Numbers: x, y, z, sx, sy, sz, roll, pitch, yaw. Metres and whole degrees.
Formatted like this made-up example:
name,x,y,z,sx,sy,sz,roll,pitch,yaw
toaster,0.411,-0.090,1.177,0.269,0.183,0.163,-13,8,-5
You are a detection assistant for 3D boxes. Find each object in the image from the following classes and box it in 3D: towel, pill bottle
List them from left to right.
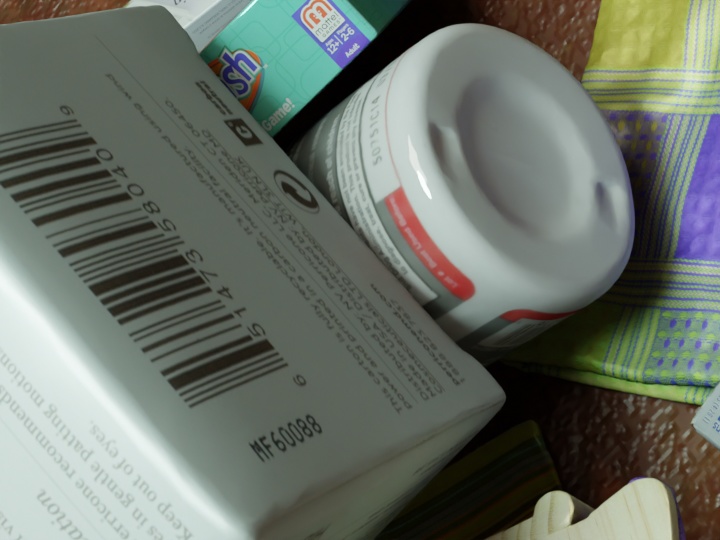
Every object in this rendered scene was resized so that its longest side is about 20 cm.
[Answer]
name,x,y,z,sx,sy,sz,roll,pitch,yaw
pill bottle,0.000,0.000,0.955,0.200,0.113,0.114,-34,50,42
towel,0.060,0.156,0.915,0.086,0.018,0.201,-37,51,25
towel,0.132,-0.050,0.942,0.143,0.023,0.201,8,76,43

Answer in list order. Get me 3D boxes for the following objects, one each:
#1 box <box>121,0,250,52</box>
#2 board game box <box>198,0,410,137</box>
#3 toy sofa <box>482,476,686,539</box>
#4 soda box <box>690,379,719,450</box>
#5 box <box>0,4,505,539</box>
name,x,y,z,sx,sy,sz,roll,pitch,yaw
box,-0.079,-0.113,1.147,0.200,0.041,0.039,-35,51,26
board game box,-0.042,-0.079,1.008,0.152,0.045,0.200,-43,5,18
toy sofa,0.098,0.174,0.814,0.097,0.083,0.201,-27,60,19
soda box,0.202,-0.004,0.829,0.201,0.063,0.068,-57,44,6
box,-0.100,0.044,0.825,0.199,0.200,0.171,48,116,11
